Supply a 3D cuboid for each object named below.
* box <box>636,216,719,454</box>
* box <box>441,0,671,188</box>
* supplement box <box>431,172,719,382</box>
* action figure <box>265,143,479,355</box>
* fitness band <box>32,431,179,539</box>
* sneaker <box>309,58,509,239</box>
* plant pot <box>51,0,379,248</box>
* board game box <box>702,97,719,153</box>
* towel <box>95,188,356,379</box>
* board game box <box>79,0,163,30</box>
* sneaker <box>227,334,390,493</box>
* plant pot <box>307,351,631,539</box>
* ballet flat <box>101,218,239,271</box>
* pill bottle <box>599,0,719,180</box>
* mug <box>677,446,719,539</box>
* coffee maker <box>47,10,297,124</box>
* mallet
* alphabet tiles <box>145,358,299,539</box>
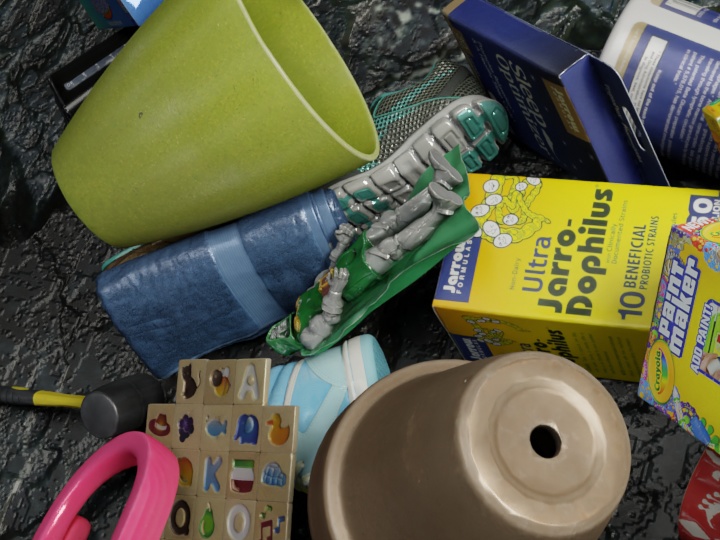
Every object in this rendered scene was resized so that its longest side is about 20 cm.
[{"bbox_3d":[0.309,0.051,0.875,0.199,0.123,0.192,-10,29,-31],"label":"box"},{"bbox_3d":[0.139,-0.123,1.064,0.032,0.121,0.200,-38,36,-8],"label":"box"},{"bbox_3d":[0.166,0.008,1.040,0.199,0.110,0.109,5,67,21],"label":"supplement box"},{"bbox_3d":[0.000,0.000,1.056,0.200,0.055,0.118,-45,21,28],"label":"action figure"},{"bbox_3d":[-0.198,0.206,1.056,0.143,0.037,0.201,-28,33,44],"label":"fitness band"},{"bbox_3d":[0.022,-0.091,1.155,0.199,0.078,0.091,-31,49,14],"label":"sneaker"},{"bbox_3d":[-0.120,-0.106,1.070,0.200,0.187,0.188,-33,59,15],"label":"plant pot"},{"bbox_3d":[0.305,-0.049,0.977,0.095,0.200,0.030,-31,32,0],"label":"board game box"},{"bbox_3d":[-0.095,0.010,1.125,0.199,0.112,0.049,-21,49,7],"label":"towel"},{"bbox_3d":[-0.146,-0.253,1.173,0.152,0.045,0.200,-38,17,-10],"label":"board game box"},{"bbox_3d":[-0.035,0.150,1.061,0.130,0.080,0.201,-13,53,10],"label":"sneaker"},{"bbox_3d":[0.085,0.133,0.928,0.199,0.175,0.201,8,65,-17],"label":"plant pot"},{"bbox_3d":[-0.115,-0.023,1.183,0.200,0.068,0.073,-34,80,1],"label":"ballet flat"},{"bbox_3d":[0.274,-0.118,1.057,0.199,0.111,0.111,25,75,18],"label":"pill bottle"},{"bbox_3d":[0.322,0.169,0.924,0.200,0.177,0.134,28,113,32],"label":"mug"},{"bbox_3d":[-0.147,-0.161,1.231,0.200,0.135,0.192,-34,19,0],"label":"coffee maker"},{"bbox_3d":[-0.255,0.104,1.164,0.199,0.066,0.041,0,100,22],"label":"mallet"},{"bbox_3d":[-0.107,0.164,1.062,0.166,0.006,0.201,-5,77,44],"label":"alphabet tiles"}]
